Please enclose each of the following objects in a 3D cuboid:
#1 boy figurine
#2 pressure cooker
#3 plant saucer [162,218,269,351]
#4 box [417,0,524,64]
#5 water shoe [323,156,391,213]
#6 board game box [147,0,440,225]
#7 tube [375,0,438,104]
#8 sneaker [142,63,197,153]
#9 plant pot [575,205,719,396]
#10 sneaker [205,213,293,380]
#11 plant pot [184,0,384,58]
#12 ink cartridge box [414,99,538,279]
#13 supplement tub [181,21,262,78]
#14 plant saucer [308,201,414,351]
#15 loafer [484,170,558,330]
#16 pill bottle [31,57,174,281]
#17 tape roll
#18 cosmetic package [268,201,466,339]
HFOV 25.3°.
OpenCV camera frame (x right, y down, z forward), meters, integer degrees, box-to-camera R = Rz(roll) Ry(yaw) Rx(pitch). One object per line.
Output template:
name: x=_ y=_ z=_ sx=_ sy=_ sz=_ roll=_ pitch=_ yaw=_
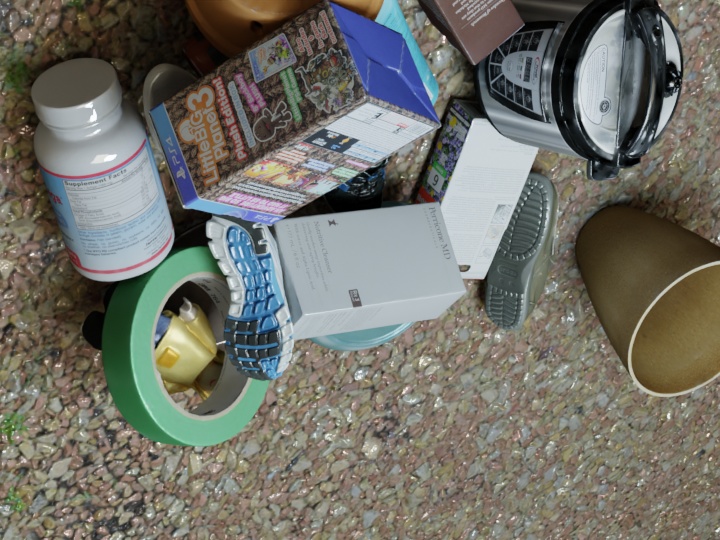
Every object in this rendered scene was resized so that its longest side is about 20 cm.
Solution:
boy figurine: x=-0.202 y=0.091 z=1.692 sx=0.125 sy=0.064 sz=0.200 roll=-50 pitch=130 yaw=3
pressure cooker: x=0.236 y=-0.205 z=1.652 sx=0.179 sy=0.199 sz=0.176 roll=-50 pitch=128 yaw=-15
plant saucer: x=-0.154 y=0.020 z=1.731 sx=0.198 sy=0.032 sz=0.202 roll=-15 pitch=130 yaw=-19
box: x=0.077 y=-0.309 z=1.576 sx=0.075 sy=0.100 sz=0.200 roll=-36 pitch=133 yaw=-1
water shoe: x=-0.006 y=-0.116 z=1.684 sx=0.071 sy=0.079 sz=0.202 roll=-22 pitch=131 yaw=-13
board game box: x=-0.057 y=-0.135 z=1.425 sx=0.199 sy=0.098 sz=0.159 roll=-29 pitch=164 yaw=21
tube: x=0.033 y=-0.210 z=1.599 sx=0.078 sy=0.050 sz=0.200 roll=-62 pitch=161 yaw=-6
sneaker: x=-0.180 y=-0.149 z=1.535 sx=0.071 sy=0.099 sz=0.200 roll=-42 pitch=150 yaw=-6
plant pot: x=0.344 y=0.016 z=1.899 sx=0.184 sy=0.200 sz=0.188 roll=-15 pitch=128 yaw=-20
sneaker: x=-0.104 y=0.013 z=1.631 sx=0.074 sy=0.087 sz=0.202 roll=-4 pitch=112 yaw=7
plant pot: x=-0.068 y=-0.283 z=1.421 sx=0.197 sy=0.140 sz=0.203 roll=0 pitch=90 yaw=-2
ink cartridge box: x=0.122 y=-0.088 z=1.793 sx=0.108 sy=0.050 sz=0.202 roll=1 pitch=121 yaw=-35
supplement tub: x=-0.067 y=-0.234 z=1.544 sx=0.199 sy=0.107 sz=0.107 roll=-38 pitch=133 yaw=1
plant saucer: x=0.013 y=0.014 z=1.827 sx=0.198 sy=0.027 sz=0.202 roll=-15 pitch=128 yaw=-20
loafer: x=0.191 y=-0.029 z=1.879 sx=0.069 sy=0.075 sz=0.202 roll=-33 pitch=141 yaw=-50
pill bottle: x=-0.250 y=-0.097 z=1.538 sx=0.108 sy=0.109 sz=0.202 roll=-22 pitch=131 yaw=-14
tape roll: x=-0.172 y=0.077 z=1.633 sx=0.199 sy=0.048 sz=0.203 roll=3 pitch=86 yaw=-49
cosmetic package: x=0.000 y=0.000 z=1.699 sx=0.198 sy=0.114 sz=0.081 roll=-10 pitch=161 yaw=-26
